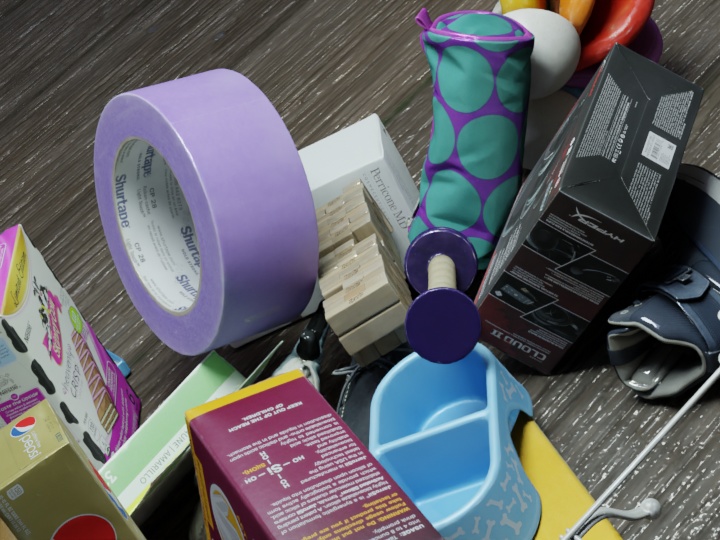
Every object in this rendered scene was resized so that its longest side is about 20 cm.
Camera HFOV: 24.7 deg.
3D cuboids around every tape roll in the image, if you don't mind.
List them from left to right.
[{"bbox_3d":[-0.119,-0.044,1.237,0.084,0.203,0.199,-18,22,-30],"label":"tape roll"}]

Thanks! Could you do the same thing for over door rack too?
[{"bbox_3d":[0.213,0.136,0.919,0.201,0.067,0.147,-53,44,-2],"label":"over door rack"}]

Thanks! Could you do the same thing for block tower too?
[{"bbox_3d":[0.000,0.000,1.238,0.057,0.054,0.200,-30,24,9],"label":"block tower"}]

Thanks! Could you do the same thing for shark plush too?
[{"bbox_3d":[-0.074,0.107,1.204,0.083,0.090,0.202,154,132,-67],"label":"shark plush"}]

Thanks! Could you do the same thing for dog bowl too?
[{"bbox_3d":[0.056,0.121,1.075,0.110,0.050,0.201,-21,32,16],"label":"dog bowl"}]

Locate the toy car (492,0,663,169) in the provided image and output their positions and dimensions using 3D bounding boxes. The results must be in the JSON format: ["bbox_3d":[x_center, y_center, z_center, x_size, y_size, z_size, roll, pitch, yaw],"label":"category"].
[{"bbox_3d":[0.175,-0.195,1.364,0.148,0.201,0.177,-5,52,9],"label":"toy car"}]

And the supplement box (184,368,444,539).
[{"bbox_3d":[-0.027,0.164,0.991,0.085,0.112,0.200,-19,34,-19],"label":"supplement box"}]

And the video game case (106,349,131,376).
[{"bbox_3d":[-0.312,0.132,1.470,0.200,0.018,0.143,-43,32,-19],"label":"video game case"}]

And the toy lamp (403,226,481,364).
[{"bbox_3d":[0.057,0.009,1.162,0.058,0.059,0.200,-26,11,7],"label":"toy lamp"}]

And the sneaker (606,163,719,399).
[{"bbox_3d":[0.212,0.006,1.135,0.145,0.077,0.202,-33,32,-9],"label":"sneaker"}]

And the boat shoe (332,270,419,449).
[{"bbox_3d":[0.018,0.078,1.217,0.074,0.063,0.201,-7,39,32],"label":"boat shoe"}]

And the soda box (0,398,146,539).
[{"bbox_3d":[-0.177,0.187,1.090,0.064,0.201,0.068,-34,31,-8],"label":"soda box"}]

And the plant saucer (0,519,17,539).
[{"bbox_3d":[-0.330,0.269,1.269,0.198,0.036,0.201,-23,32,15],"label":"plant saucer"}]

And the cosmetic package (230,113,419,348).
[{"bbox_3d":[-0.047,-0.032,1.386,0.198,0.113,0.081,-25,30,14],"label":"cosmetic package"}]

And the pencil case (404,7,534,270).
[{"bbox_3d":[0.082,-0.098,1.268,0.091,0.202,0.085,10,26,13],"label":"pencil case"}]

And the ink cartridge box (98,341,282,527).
[{"bbox_3d":[-0.136,0.120,1.200,0.146,0.048,0.200,-48,-6,-28],"label":"ink cartridge box"}]

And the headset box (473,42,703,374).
[{"bbox_3d":[0.152,-0.035,1.158,0.150,0.077,0.200,-64,3,-36],"label":"headset box"}]

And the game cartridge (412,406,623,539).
[{"bbox_3d":[0.067,0.182,1.058,0.175,0.033,0.200,-32,33,-2],"label":"game cartridge"}]

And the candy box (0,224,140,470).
[{"bbox_3d":[-0.249,0.083,1.305,0.060,0.201,0.137,-24,31,10],"label":"candy box"}]
